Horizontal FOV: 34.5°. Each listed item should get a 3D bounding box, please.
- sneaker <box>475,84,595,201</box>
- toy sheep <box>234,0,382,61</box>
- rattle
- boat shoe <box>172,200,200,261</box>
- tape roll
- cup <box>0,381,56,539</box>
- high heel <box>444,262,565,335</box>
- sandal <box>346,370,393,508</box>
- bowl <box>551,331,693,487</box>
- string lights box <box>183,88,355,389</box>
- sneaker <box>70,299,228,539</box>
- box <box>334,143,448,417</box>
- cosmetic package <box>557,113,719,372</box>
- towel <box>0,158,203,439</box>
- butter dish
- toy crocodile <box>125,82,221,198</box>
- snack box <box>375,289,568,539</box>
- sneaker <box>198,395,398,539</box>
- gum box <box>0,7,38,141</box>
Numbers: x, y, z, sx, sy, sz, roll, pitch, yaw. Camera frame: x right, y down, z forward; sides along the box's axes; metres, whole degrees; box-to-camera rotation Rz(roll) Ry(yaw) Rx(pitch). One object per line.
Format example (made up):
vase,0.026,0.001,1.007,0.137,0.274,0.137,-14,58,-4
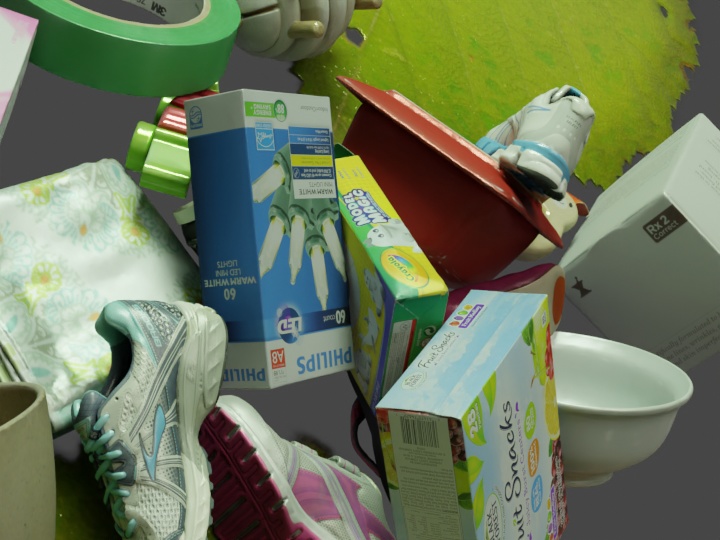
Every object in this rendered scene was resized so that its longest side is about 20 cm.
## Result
sneaker,0.154,-0.111,0.962,0.075,0.087,0.200,33,4,-9
toy sheep,-0.066,-0.256,1.068,0.200,0.138,0.138,-31,80,-44
rattle,0.195,-0.096,1.166,0.199,0.144,0.130,-6,43,-37
boat shoe,-0.080,-0.046,0.928,0.068,0.071,0.200,62,26,-6
tape roll,-0.197,-0.211,0.926,0.199,0.048,0.201,17,33,-11
cup,-0.231,0.155,0.559,0.200,0.199,0.144,-24,102,-49
high heel,0.115,0.027,1.005,0.200,0.095,0.068,-13,108,-63
sandal,0.021,0.124,0.909,0.075,0.045,0.201,22,31,-34
bowl,0.170,0.120,0.967,0.199,0.091,0.201,5,14,-1
string lights box,-0.064,-0.022,0.825,0.102,0.059,0.202,-7,92,-55
sneaker,-0.142,0.113,0.718,0.086,0.077,0.202,16,65,-32
box,0.000,0.000,0.889,0.048,0.118,0.200,-8,40,-19
cosmetic package,0.330,-0.022,1.198,0.165,0.165,0.200,44,41,-3
towel,-0.194,0.013,0.797,0.200,0.048,0.172,-26,78,-49
butter dish,0.050,-0.046,0.993,0.200,0.148,0.199,38,6,24
toy crocodile,-0.136,-0.112,0.909,0.067,0.062,0.200,18,27,-4
snack box,0.085,0.140,0.810,0.169,0.067,0.201,-43,129,-52
sneaker,-0.039,0.162,0.794,0.200,0.081,0.088,53,38,-6
gum box,-0.291,-0.108,0.758,0.113,0.066,0.201,17,38,-16
